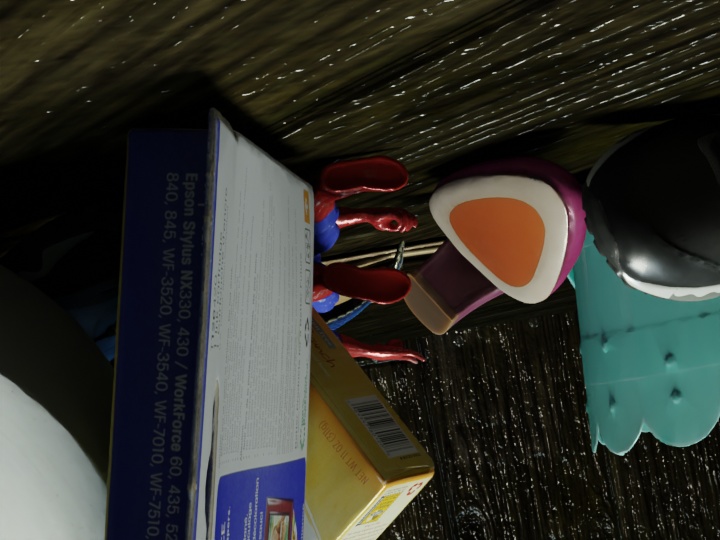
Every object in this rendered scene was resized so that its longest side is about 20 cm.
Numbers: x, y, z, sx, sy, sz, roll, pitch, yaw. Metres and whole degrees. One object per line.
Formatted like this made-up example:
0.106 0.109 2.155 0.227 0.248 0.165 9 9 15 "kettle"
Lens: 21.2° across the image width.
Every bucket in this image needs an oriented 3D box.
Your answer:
0.199 0.008 0.970 0.207 0.135 0.207 -12 176 -1 "bucket"

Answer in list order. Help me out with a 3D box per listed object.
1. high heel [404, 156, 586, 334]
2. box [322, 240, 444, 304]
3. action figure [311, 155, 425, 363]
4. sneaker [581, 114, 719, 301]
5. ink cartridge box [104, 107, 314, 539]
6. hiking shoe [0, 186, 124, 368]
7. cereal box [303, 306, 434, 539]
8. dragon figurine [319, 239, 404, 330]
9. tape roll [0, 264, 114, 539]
0.078 -0.031 0.846 0.096 0.067 0.200 -40 -179 -18 "high heel"
0.001 0.007 1.269 0.163 0.021 0.200 -10 176 -10 "box"
0.000 0.000 0.813 0.099 0.065 0.200 3 172 -19 "action figure"
0.180 -0.046 0.763 0.200 0.076 0.088 -12 163 -33 "sneaker"
-0.049 0.059 0.588 0.047 0.198 0.200 3 177 9 "ink cartridge box"
-0.104 0.046 0.704 0.074 0.087 0.200 -32 166 -46 "hiking shoe"
-0.077 0.090 0.753 0.040 0.144 0.200 -6 140 -54 "cereal box"
-0.062 0.045 1.111 0.200 0.059 0.099 -18 -171 7 "dragon figurine"
-0.168 0.089 0.632 0.202 0.203 0.071 -11 -157 2 "tape roll"
